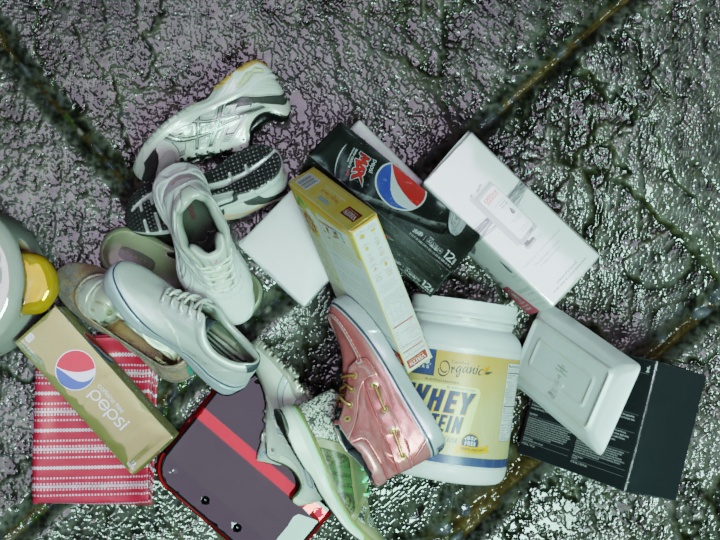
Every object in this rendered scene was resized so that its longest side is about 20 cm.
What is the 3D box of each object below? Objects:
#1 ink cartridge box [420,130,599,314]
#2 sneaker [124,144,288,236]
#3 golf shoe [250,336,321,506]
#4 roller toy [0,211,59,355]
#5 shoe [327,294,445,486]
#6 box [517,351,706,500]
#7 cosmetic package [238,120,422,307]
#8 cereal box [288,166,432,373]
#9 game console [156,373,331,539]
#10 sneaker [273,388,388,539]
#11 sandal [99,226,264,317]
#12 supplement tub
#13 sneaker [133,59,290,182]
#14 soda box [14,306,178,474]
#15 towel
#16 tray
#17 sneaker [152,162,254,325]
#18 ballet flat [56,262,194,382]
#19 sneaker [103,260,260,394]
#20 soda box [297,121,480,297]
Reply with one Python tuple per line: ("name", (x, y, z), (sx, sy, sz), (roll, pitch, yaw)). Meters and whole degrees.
("ink cartridge box", (0.159, -0.050, 1.495), (0.200, 0.147, 0.083), (44, 84, 1))
("sneaker", (-0.174, -0.078, 1.521), (0.199, 0.080, 0.074), (-16, 67, 8))
("golf shoe", (-0.087, 0.175, 1.498), (0.097, 0.078, 0.200), (-32, 87, -2))
("roller toy", (-0.451, 0.014, 1.472), (0.200, 0.140, 0.183), (42, 89, 4))
("shoe", (0.000, 0.127, 1.399), (0.091, 0.072, 0.200), (-30, 77, -14))
("box", (0.274, 0.160, 1.460), (0.079, 0.200, 0.142), (13, 89, -28))
("cosmetic package", (-0.034, -0.063, 1.521), (0.200, 0.085, 0.108), (-45, 90, -2))
("cereal box", (0.000, 0.000, 1.404), (0.039, 0.144, 0.200), (-33, 127, -14))
("game console", (-0.119, 0.231, 1.539), (0.200, 0.031, 0.177), (40, 81, -1))
("sneaker", (-0.011, 0.216, 1.441), (0.088, 0.077, 0.200), (-32, 102, -6))
("sandal", (-0.211, 0.010, 1.526), (0.200, 0.057, 0.080), (20, 88, -1))
("supplement tub", (0.105, 0.132, 1.488), (0.144, 0.144, 0.201), (8, 88, -1))
("sneaker", (-0.169, -0.155, 1.525), (0.200, 0.076, 0.088), (-38, 89, -2))
("soda box", (-0.296, 0.135, 1.492), (0.064, 0.068, 0.200), (-42, 90, -3))
("towel", (-0.310, 0.173, 1.536), (0.144, 0.022, 0.201), (1, 88, -1))
("tray", (0.229, 0.114, 1.464), (0.022, 0.200, 0.108), (15, 102, -27))
("sneaker", (-0.167, -0.015, 1.439), (0.078, 0.099, 0.201), (-28, 117, -7))
("ballet flat", (-0.265, 0.050, 1.498), (0.200, 0.067, 0.068), (35, 75, 3))
("sneaker", (-0.191, 0.050, 1.453), (0.200, 0.073, 0.071), (39, 131, -9))
("soda box", (0.028, -0.067, 1.436), (0.200, 0.071, 0.063), (39, 60, 3))
